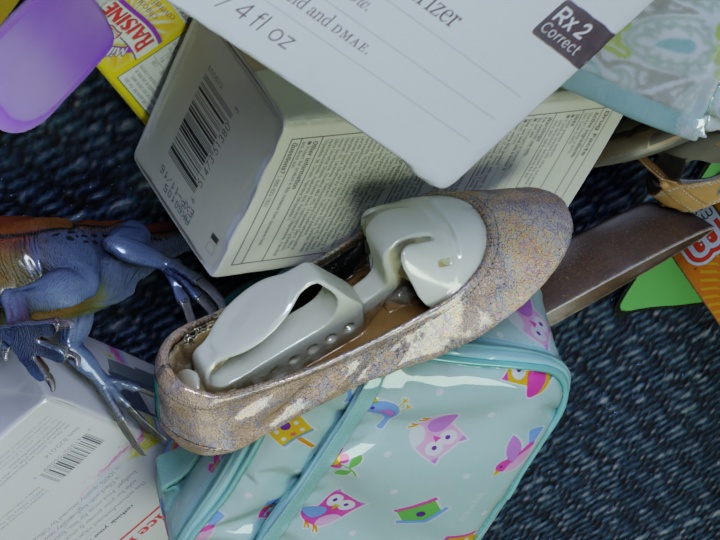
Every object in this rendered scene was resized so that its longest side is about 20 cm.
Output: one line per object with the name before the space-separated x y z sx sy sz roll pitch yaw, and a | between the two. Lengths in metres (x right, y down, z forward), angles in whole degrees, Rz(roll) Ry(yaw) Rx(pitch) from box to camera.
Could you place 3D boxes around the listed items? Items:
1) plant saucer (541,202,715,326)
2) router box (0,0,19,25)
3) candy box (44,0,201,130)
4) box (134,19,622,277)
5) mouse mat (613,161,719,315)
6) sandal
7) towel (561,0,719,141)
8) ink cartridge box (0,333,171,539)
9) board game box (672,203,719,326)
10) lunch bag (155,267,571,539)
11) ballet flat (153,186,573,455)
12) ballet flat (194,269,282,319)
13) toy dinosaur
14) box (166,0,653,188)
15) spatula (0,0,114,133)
plant saucer | 0.091 0.015 1.349 0.200 0.032 0.200 -30 176 -2
router box | -0.205 -0.128 0.917 0.200 0.052 0.157 9 130 -49
candy box | -0.062 -0.105 1.105 0.102 0.026 0.200 -33 149 2
box | 0.013 -0.064 1.132 0.199 0.078 0.095 -7 139 -39
mouse mat | 0.251 -0.037 1.507 0.199 0.008 0.161 -6 140 -36
sandal | 0.172 -0.057 1.311 0.081 0.055 0.200 -14 175 25
towel | 0.092 -0.156 1.047 0.048 0.199 0.172 -63 176 -49
ink cartridge box | -0.148 0.097 1.275 0.117 0.067 0.200 -40 148 13
board game box | 0.328 0.016 1.450 0.200 0.200 0.200 -40 149 13
lunch bag | -0.006 0.082 1.219 0.160 0.077 0.200 6 133 -29
ballet flat | 0.000 0.012 1.088 0.200 0.068 0.067 -32 143 -7
ballet flat | 0.000 0.000 1.284 0.199 0.073 0.073 -26 149 -23
toy dinosaur | -0.116 -0.009 1.146 0.105 0.200 0.182 -24 -162 33
box | -0.018 -0.167 0.865 0.131 0.200 0.199 -42 138 17
spatula | -0.071 -0.124 1.026 0.200 0.021 0.057 -34 143 0
